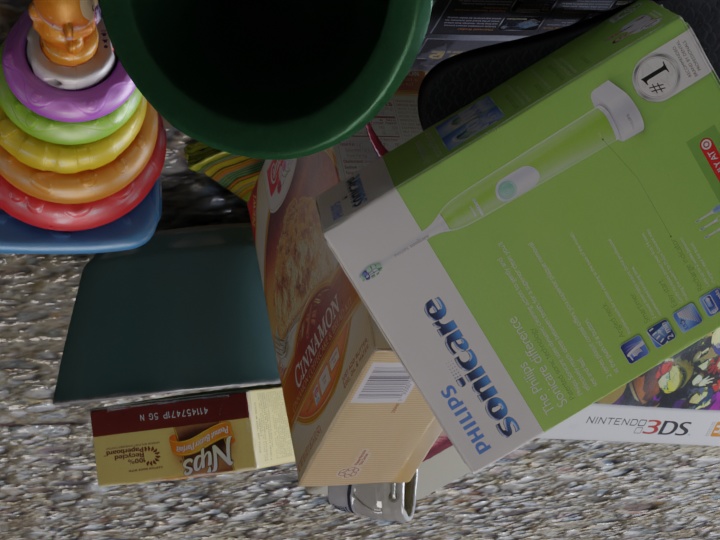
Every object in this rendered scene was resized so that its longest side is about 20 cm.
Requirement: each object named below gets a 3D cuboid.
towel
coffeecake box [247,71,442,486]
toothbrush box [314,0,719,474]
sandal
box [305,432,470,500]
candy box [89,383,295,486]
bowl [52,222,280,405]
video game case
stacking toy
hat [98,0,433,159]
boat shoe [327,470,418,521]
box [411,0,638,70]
[{"bbox_3d":[-0.031,-0.052,1.301,0.086,0.018,0.200,-15,158,21],"label":"towel"},{"bbox_3d":[0.000,0.000,1.158,0.073,0.201,0.154,0,146,-20],"label":"coffeecake box"},{"bbox_3d":[0.099,-0.019,0.991,0.200,0.146,0.086,-32,-166,3],"label":"toothbrush box"},{"bbox_3d":[0.127,-0.104,1.038,0.199,0.076,0.043,-7,-162,-2],"label":"sandal"},{"bbox_3d":[0.043,0.085,1.519,0.109,0.128,0.200,6,155,-30],"label":"box"},{"bbox_3d":[-0.087,0.108,1.362,0.115,0.056,0.200,-7,178,19],"label":"candy box"},{"bbox_3d":[-0.107,0.027,1.319,0.200,0.106,0.201,-6,176,0],"label":"bowl"},{"bbox_3d":[0.194,0.013,1.200,0.181,0.036,0.201,6,116,-37],"label":"video game case"},{"bbox_3d":[-0.150,-0.098,1.022,0.109,0.117,0.200,-2,155,-10],"label":"stacking toy"},{"bbox_3d":[-0.023,-0.151,0.994,0.200,0.165,0.176,-57,173,28],"label":"hat"},{"bbox_3d":[0.040,0.076,1.363,0.086,0.203,0.075,14,-176,18],"label":"boat shoe"},{"bbox_3d":[0.127,-0.158,1.039,0.199,0.049,0.158,-1,159,-16],"label":"box"}]
